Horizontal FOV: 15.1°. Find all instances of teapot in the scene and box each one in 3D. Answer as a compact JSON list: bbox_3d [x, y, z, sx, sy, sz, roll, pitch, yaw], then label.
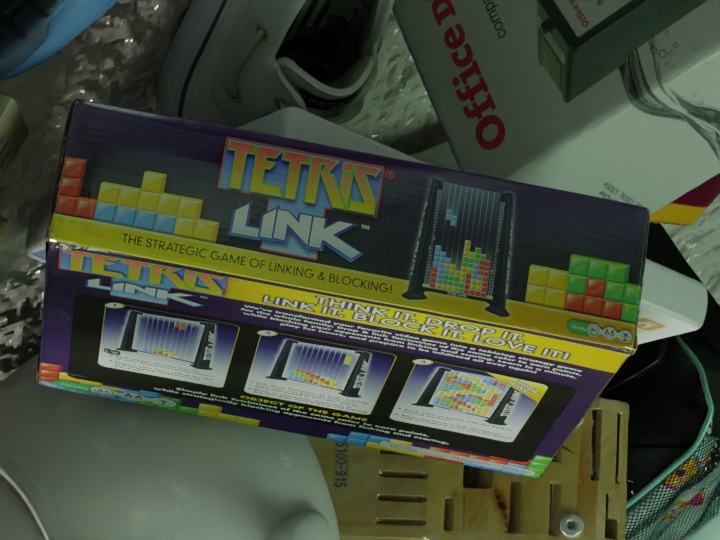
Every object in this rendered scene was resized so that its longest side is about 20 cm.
[{"bbox_3d":[-0.109,0.120,1.082,0.146,0.197,0.200,-14,138,-37],"label":"teapot"}]

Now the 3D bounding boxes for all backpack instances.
[{"bbox_3d":[0.094,0.081,1.275,0.200,0.176,0.153,-45,145,15],"label":"backpack"}]

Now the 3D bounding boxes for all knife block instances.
[{"bbox_3d":[0.015,0.092,1.190,0.200,0.064,0.176,2,172,4],"label":"knife block"}]

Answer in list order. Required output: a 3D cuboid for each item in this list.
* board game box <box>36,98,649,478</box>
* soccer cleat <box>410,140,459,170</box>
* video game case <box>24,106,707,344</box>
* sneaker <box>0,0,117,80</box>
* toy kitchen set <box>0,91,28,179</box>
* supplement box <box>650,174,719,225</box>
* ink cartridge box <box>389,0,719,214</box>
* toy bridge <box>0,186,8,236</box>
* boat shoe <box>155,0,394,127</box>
[{"bbox_3d":[-0.013,0.011,0.966,0.200,0.057,0.165,11,158,-5],"label":"board game box"},{"bbox_3d":[0.017,-0.018,1.166,0.200,0.069,0.085,-29,147,-7],"label":"soccer cleat"},{"bbox_3d":[0.000,0.000,1.044,0.200,0.022,0.182,22,157,-31],"label":"video game case"},{"bbox_3d":[-0.070,-0.136,0.916,0.200,0.074,0.082,-47,151,12],"label":"sneaker"},{"bbox_3d":[-0.153,0.045,0.960,0.181,0.163,0.200,-60,172,-12],"label":"toy kitchen set"},{"bbox_3d":[0.150,-0.129,1.118,0.200,0.110,0.086,-51,161,16],"label":"supplement box"},{"bbox_3d":[0.115,-0.118,1.022,0.200,0.146,0.084,-33,150,20],"label":"ink cartridge box"},{"bbox_3d":[-0.182,0.046,1.067,0.067,0.027,0.200,-4,134,-49],"label":"toy bridge"},{"bbox_3d":[-0.028,-0.084,1.033,0.074,0.067,0.200,-20,144,-30],"label":"boat shoe"}]
